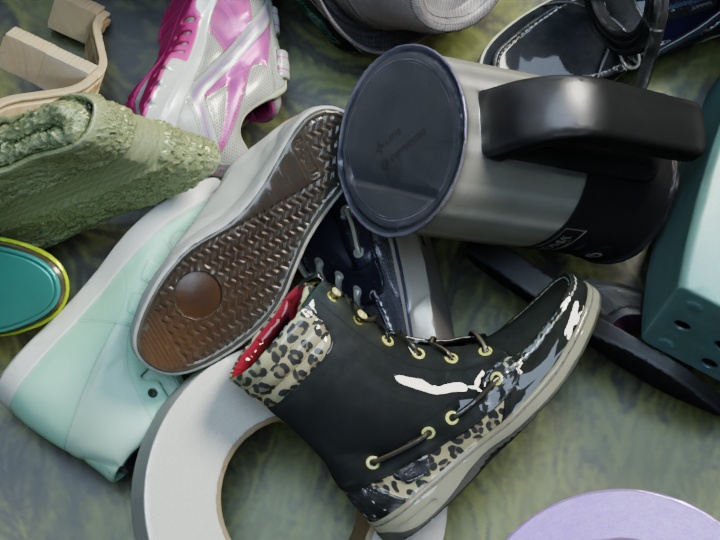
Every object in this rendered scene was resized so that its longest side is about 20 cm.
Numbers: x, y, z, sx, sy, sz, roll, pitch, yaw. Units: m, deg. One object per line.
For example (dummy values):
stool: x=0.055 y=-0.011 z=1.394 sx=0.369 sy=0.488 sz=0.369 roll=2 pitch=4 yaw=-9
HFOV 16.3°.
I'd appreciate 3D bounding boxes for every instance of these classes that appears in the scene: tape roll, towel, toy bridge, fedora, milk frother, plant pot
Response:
tape roll: x=0.162 y=0.240 z=1.563 sx=0.200 sy=0.066 sz=0.200 roll=0 pitch=76 yaw=0
towel: x=-0.200 y=-0.054 z=1.565 sx=0.200 sy=0.148 sz=0.037 roll=-20 pitch=69 yaw=29
toy bridge: x=-0.200 y=-0.130 z=1.612 sx=0.067 sy=0.200 sz=0.027 roll=25 pitch=119 yaw=6
tape roll: x=-0.043 y=0.145 z=1.570 sx=0.203 sy=0.037 sz=0.203 roll=3 pitch=82 yaw=-20
fedora: x=0.049 y=-0.233 z=1.622 sx=0.090 sy=0.177 sz=0.200 roll=21 pitch=92 yaw=43
milk frother: x=0.101 y=-0.120 z=1.550 sx=0.188 sy=0.180 sz=0.200 roll=7 pitch=57 yaw=-41
plant pot: x=0.261 y=-0.033 z=1.565 sx=0.141 sy=0.141 sz=0.200 roll=28 pitch=64 yaw=2

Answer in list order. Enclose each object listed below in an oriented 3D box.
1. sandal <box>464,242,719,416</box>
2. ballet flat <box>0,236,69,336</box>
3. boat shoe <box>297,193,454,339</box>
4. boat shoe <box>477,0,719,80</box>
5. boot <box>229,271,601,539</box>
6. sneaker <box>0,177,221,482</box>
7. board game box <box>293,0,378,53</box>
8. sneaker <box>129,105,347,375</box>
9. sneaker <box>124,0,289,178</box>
sandal: x=0.160 y=0.025 z=1.610 sx=0.200 sy=0.075 sz=0.048 roll=34 pitch=86 yaw=9
ballet flat: x=-0.277 y=0.014 z=1.613 sx=0.200 sy=0.067 sz=0.067 roll=-9 pitch=95 yaw=11
boat shoe: x=0.000 y=0.000 z=1.630 sx=0.093 sy=0.075 sz=0.200 roll=-16 pitch=73 yaw=10
boat shoe: x=0.170 y=-0.163 z=1.667 sx=0.200 sy=0.062 sz=0.075 roll=-20 pitch=78 yaw=-3
boot: x=0.035 y=0.047 z=1.534 sx=0.154 sy=0.073 sz=0.204 roll=43 pitch=87 yaw=-13
sneaker: x=-0.126 y=0.043 z=1.611 sx=0.118 sy=0.074 sz=0.200 roll=40 pitch=83 yaw=9
board game box: x=0.009 y=-0.261 z=1.661 sx=0.028 sy=0.135 sz=0.200 roll=21 pitch=74 yaw=40
sneaker: x=-0.073 y=-0.017 z=1.578 sx=0.073 sy=0.085 sz=0.200 roll=42 pitch=82 yaw=-14
sneaker: x=-0.088 y=-0.140 z=1.656 sx=0.088 sy=0.081 sz=0.200 roll=30 pitch=64 yaw=-16
